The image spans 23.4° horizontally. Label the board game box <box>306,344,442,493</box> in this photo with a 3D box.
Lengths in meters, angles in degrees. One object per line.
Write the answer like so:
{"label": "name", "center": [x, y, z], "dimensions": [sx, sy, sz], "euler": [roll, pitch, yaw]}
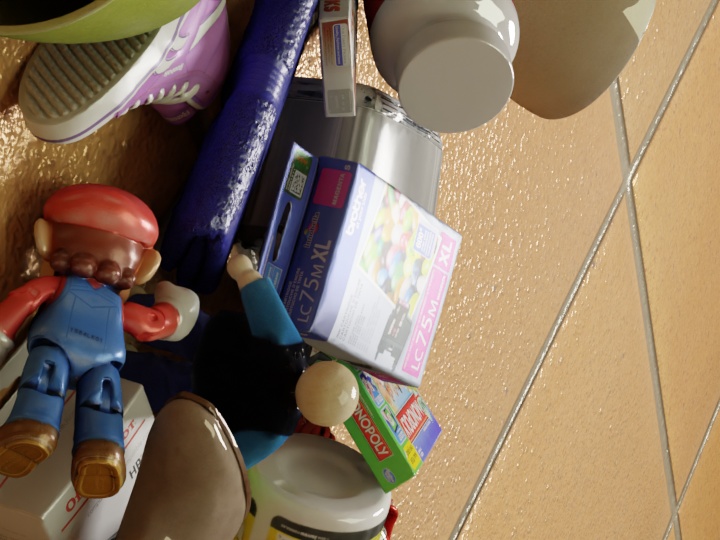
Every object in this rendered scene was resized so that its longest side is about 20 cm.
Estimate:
{"label": "board game box", "center": [0.008, 0.090, 1.346], "dimensions": [0.135, 0.029, 0.200], "euler": [58, 9, 1]}

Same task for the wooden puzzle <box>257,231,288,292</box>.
{"label": "wooden puzzle", "center": [-0.081, 0.088, 1.224], "dimensions": [0.185, 0.037, 0.202], "euler": [113, -7, -77]}

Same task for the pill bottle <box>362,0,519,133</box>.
{"label": "pill bottle", "center": [0.058, -0.198, 1.297], "dimensions": [0.201, 0.111, 0.113], "euler": [-98, 174, -46]}

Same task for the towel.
{"label": "towel", "center": [-0.084, -0.094, 1.169], "dimensions": [0.148, 0.049, 0.202], "euler": [116, -7, -71]}

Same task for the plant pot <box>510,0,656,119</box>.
{"label": "plant pot", "center": [0.145, -0.249, 1.493], "dimensions": [0.133, 0.200, 0.203], "euler": [21, 79, -27]}

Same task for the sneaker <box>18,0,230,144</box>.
{"label": "sneaker", "center": [-0.133, -0.118, 1.085], "dimensions": [0.201, 0.072, 0.115], "euler": [-56, 149, -39]}

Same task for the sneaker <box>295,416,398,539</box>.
{"label": "sneaker", "center": [-0.024, 0.157, 1.372], "dimensions": [0.067, 0.107, 0.204], "euler": [-44, 138, -49]}

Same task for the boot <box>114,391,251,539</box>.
{"label": "boot", "center": [-0.130, 0.184, 1.033], "dimensions": [0.147, 0.070, 0.201], "euler": [-53, 156, -37]}

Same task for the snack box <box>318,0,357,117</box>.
{"label": "snack box", "center": [-0.015, -0.184, 1.248], "dimensions": [0.201, 0.024, 0.073], "euler": [-89, 175, -60]}

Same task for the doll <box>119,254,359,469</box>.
{"label": "doll", "center": [-0.085, 0.057, 1.102], "dimensions": [0.048, 0.198, 0.138], "euler": [2, 100, -53]}

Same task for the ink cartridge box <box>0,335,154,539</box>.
{"label": "ink cartridge box", "center": [-0.178, 0.144, 1.102], "dimensions": [0.116, 0.067, 0.201], "euler": [-56, 146, -37]}

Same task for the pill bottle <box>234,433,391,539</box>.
{"label": "pill bottle", "center": [-0.055, 0.235, 1.309], "dimensions": [0.114, 0.113, 0.202], "euler": [-26, 138, -58]}

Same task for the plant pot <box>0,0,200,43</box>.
{"label": "plant pot", "center": [-0.144, -0.198, 0.935], "dimensions": [0.200, 0.185, 0.190], "euler": [22, 80, -77]}

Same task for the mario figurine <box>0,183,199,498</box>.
{"label": "mario figurine", "center": [-0.169, 0.039, 1.043], "dimensions": [0.124, 0.105, 0.202], "euler": [49, 37, -45]}

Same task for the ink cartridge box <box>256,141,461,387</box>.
{"label": "ink cartridge box", "center": [0.000, 0.000, 1.197], "dimensions": [0.200, 0.042, 0.121], "euler": [30, 74, -55]}

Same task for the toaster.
{"label": "toaster", "center": [-0.014, -0.064, 1.304], "dimensions": [0.200, 0.112, 0.131], "euler": [22, 78, -61]}
